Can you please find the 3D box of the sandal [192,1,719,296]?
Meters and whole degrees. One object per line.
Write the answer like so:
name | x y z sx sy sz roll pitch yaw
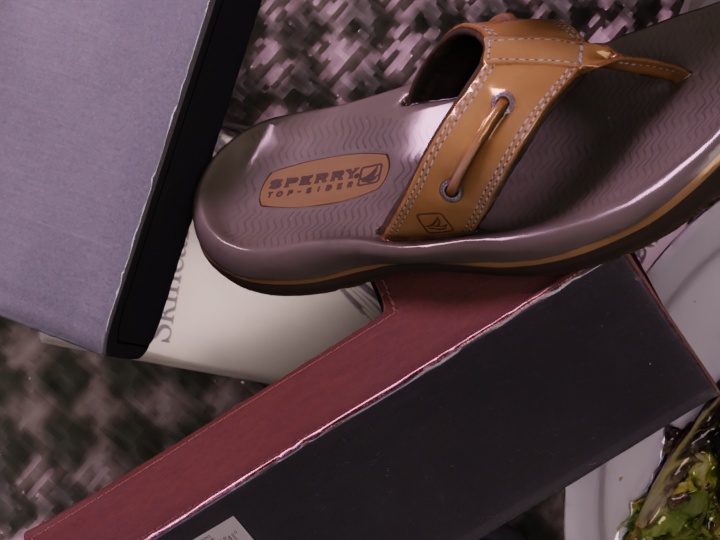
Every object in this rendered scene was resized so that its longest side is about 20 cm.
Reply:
sandal | 0.031 -0.042 0.840 0.199 0.082 0.055 -7 137 32

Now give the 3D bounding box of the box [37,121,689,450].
box | 0.000 0.000 0.963 0.199 0.068 0.083 9 95 -4

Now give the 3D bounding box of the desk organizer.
desk organizer | -0.004 0.044 0.884 0.199 0.077 0.072 -32 131 8

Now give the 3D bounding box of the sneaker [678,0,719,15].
sneaker | 0.120 -0.112 0.943 0.115 0.076 0.200 34 61 22

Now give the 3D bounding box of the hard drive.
hard drive | -0.134 -0.070 0.926 0.199 0.033 0.140 19 93 25

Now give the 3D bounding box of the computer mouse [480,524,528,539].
computer mouse | 0.010 0.182 0.993 0.140 0.046 0.201 -6 92 14

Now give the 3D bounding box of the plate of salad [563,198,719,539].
plate of salad | 0.151 0.064 0.952 0.199 0.048 0.201 -7 103 -30
